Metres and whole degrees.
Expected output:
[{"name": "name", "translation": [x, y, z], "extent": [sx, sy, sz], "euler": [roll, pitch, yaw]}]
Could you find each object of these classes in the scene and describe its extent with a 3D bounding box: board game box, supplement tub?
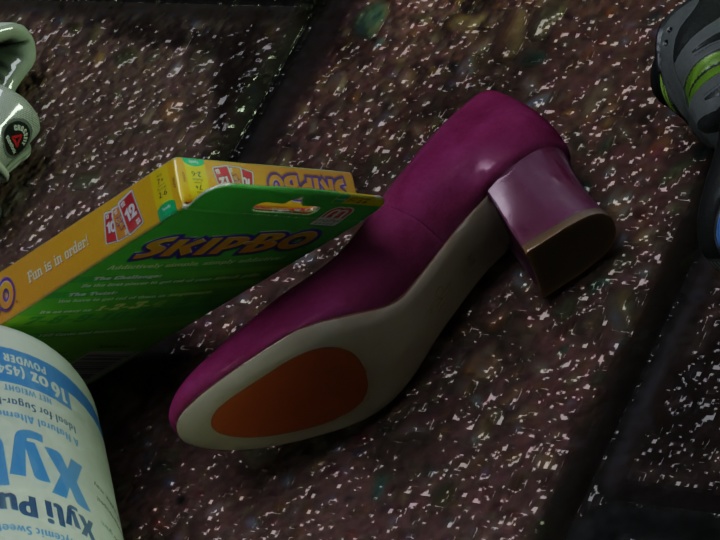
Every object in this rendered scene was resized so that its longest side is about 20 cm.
[{"name": "board game box", "translation": [-0.088, 0.000, 1.207], "extent": [0.200, 0.095, 0.030], "euler": [-27, 69, 41]}, {"name": "supplement tub", "translation": [-0.152, 0.127, 1.149], "extent": [0.132, 0.132, 0.200], "euler": [-27, 41, 7]}]

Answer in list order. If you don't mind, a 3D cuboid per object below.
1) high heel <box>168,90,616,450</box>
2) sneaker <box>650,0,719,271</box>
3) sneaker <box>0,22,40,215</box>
[{"name": "high heel", "translation": [0.000, 0.000, 1.225], "extent": [0.200, 0.068, 0.096], "euler": [-25, 47, -12]}, {"name": "sneaker", "translation": [0.156, -0.065, 1.194], "extent": [0.083, 0.071, 0.200], "euler": [-16, 38, 26]}, {"name": "sneaker", "translation": [-0.197, -0.052, 1.391], "extent": [0.088, 0.074, 0.200], "euler": [-13, 42, 18]}]
